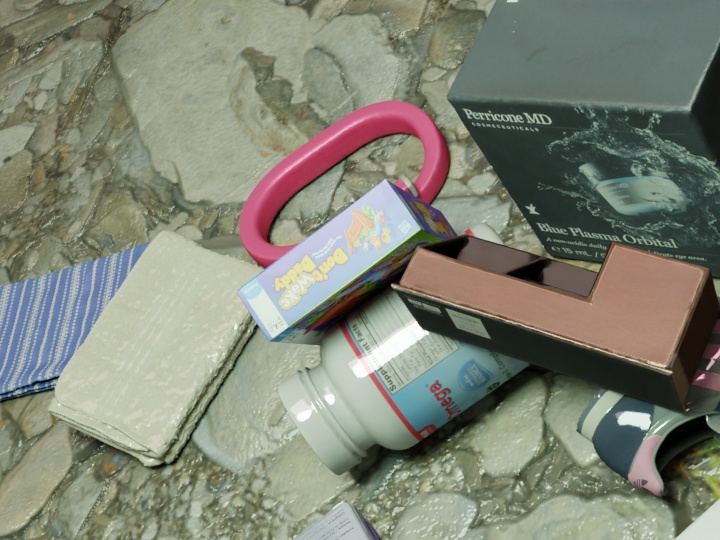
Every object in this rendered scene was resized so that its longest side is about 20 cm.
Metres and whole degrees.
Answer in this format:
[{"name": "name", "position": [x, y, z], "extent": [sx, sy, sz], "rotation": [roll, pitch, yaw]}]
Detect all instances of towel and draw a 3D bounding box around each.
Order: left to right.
[{"name": "towel", "position": [-0.280, 0.049, 1.449], "extent": [0.199, 0.024, 0.145], "rotation": [-15, 46, 24]}, {"name": "towel", "position": [-0.168, 0.065, 1.333], "extent": [0.132, 0.035, 0.200], "rotation": [21, 67, 26]}]

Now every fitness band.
[{"name": "fitness band", "position": [-0.016, -0.072, 1.363], "extent": [0.200, 0.037, 0.144], "rotation": [-34, 42, 3]}]

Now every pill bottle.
[{"name": "pill bottle", "position": [0.042, 0.062, 1.154], "extent": [0.200, 0.109, 0.109], "rotation": [-36, 42, 4]}]

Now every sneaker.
[{"name": "sneaker", "position": [0.246, 0.073, 1.049], "extent": [0.200, 0.070, 0.082], "rotation": [-40, 59, 1]}]

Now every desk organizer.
[{"name": "desk organizer", "position": [0.132, 0.020, 1.036], "extent": [0.200, 0.072, 0.077], "rotation": [17, 72, 26]}]

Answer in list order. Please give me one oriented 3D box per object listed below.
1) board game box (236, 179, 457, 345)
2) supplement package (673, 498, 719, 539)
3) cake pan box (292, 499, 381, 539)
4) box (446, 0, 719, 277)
[{"name": "board game box", "position": [0.000, 0.000, 1.172], "extent": [0.134, 0.200, 0.045], "rotation": [-36, 79, 9]}, {"name": "supplement package", "position": [0.254, 0.235, 0.825], "extent": [0.111, 0.156, 0.200], "rotation": [-41, 42, -4]}, {"name": "cake pan box", "position": [-0.043, 0.284, 1.064], "extent": [0.200, 0.052, 0.184], "rotation": [-37, 40, 0]}, {"name": "box", "position": [0.201, -0.100, 1.119], "extent": [0.196, 0.200, 0.118], "rotation": [8, 59, 39]}]
